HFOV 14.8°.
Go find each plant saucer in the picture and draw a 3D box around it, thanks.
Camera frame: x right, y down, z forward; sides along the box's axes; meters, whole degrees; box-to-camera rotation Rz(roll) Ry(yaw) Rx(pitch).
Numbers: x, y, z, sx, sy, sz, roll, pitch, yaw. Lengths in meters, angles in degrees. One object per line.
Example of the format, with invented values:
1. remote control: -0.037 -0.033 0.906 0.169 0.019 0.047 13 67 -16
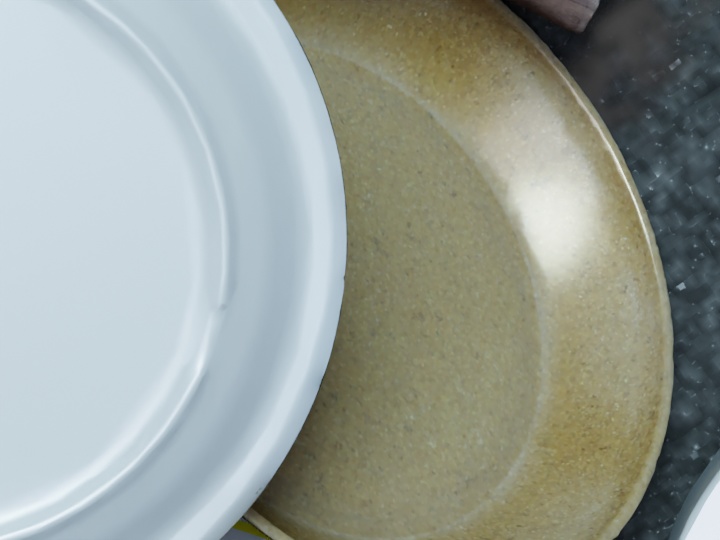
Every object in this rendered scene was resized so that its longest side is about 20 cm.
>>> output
1. plant saucer: 0.000 0.000 0.761 0.035 0.200 0.201 -32 84 46

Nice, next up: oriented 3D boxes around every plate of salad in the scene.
1. plate of salad: -0.103 -0.007 0.652 0.200 0.048 0.201 -1 99 -7

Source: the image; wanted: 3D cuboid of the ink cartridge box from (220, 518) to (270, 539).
1. ink cartridge box: -0.067 0.135 0.708 0.148 0.200 0.076 20 126 -22

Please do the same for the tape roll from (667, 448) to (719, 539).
1. tape roll: 0.177 0.114 0.772 0.202 0.071 0.203 0 89 5

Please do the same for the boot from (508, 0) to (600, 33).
1. boot: -0.007 -0.112 0.733 0.166 0.200 0.072 30 124 -4
